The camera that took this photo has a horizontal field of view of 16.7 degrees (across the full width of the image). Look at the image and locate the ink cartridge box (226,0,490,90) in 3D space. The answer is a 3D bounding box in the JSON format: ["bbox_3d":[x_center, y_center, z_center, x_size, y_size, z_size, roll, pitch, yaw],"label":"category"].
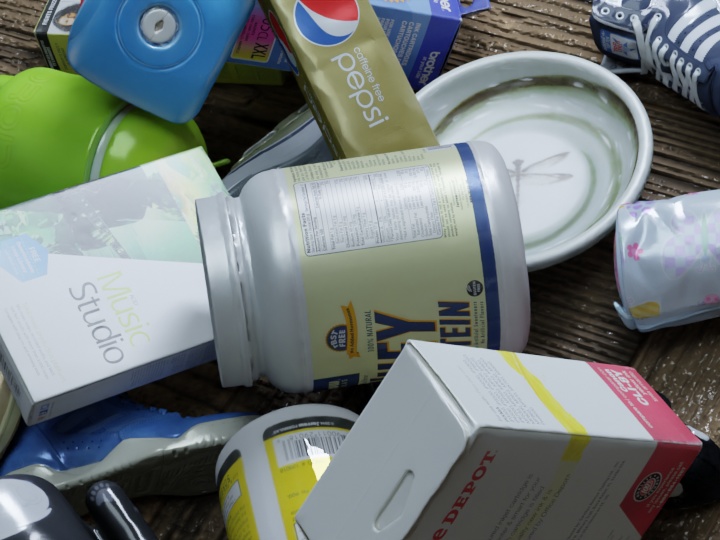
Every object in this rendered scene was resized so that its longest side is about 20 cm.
[{"bbox_3d":[-0.006,-0.210,1.826,0.199,0.077,0.137,8,43,-19],"label":"ink cartridge box"}]

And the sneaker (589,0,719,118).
[{"bbox_3d":[0.227,-0.150,1.751,0.108,0.070,0.201,-12,43,0],"label":"sneaker"}]

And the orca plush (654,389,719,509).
[{"bbox_3d":[0.143,0.090,1.581,0.105,0.071,0.200,-42,53,-19],"label":"orca plush"}]

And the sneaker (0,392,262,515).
[{"bbox_3d":[-0.156,0.098,1.656,0.199,0.077,0.112,-16,58,11],"label":"sneaker"}]

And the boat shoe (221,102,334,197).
[{"bbox_3d":[-0.055,-0.065,1.778,0.200,0.072,0.062,-39,28,-20],"label":"boat shoe"}]

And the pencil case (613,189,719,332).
[{"bbox_3d":[0.265,-0.011,1.622,0.199,0.083,0.091,-6,81,11],"label":"pencil case"}]

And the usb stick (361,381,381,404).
[{"bbox_3d":[0.030,0.096,1.626,0.033,0.055,0.201,-48,40,31],"label":"usb stick"}]

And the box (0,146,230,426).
[{"bbox_3d":[-0.162,0.007,1.648,0.199,0.036,0.145,-19,66,-28],"label":"box"}]

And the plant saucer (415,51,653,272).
[{"bbox_3d":[0.110,-0.066,1.731,0.199,0.050,0.201,-8,50,10],"label":"plant saucer"}]

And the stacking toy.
[{"bbox_3d":[-0.151,-0.189,1.784,0.116,0.109,0.200,-61,12,7],"label":"stacking toy"}]

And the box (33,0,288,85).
[{"bbox_3d":[-0.147,-0.188,1.903,0.199,0.050,0.076,6,52,19],"label":"box"}]

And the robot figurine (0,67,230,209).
[{"bbox_3d":[-0.197,-0.080,1.787,0.199,0.116,0.176,15,46,26],"label":"robot figurine"}]

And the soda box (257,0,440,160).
[{"bbox_3d":[-0.011,-0.139,1.687,0.064,0.068,0.201,-25,82,-6],"label":"soda box"}]

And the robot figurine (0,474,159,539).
[{"bbox_3d":[-0.210,0.211,1.546,0.124,0.151,0.200,-4,42,-49],"label":"robot figurine"}]

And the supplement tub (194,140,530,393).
[{"bbox_3d":[0.000,0.000,1.580,0.199,0.145,0.146,-9,49,-4],"label":"supplement tub"}]

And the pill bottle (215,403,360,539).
[{"bbox_3d":[-0.021,0.191,1.520,0.111,0.112,0.201,-17,49,2],"label":"pill bottle"}]

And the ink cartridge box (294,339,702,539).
[{"bbox_3d":[0.082,0.127,1.457,0.084,0.199,0.146,52,120,38],"label":"ink cartridge box"}]

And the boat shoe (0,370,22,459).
[{"bbox_3d":[-0.273,0.104,1.640,0.072,0.065,0.201,10,82,59],"label":"boat shoe"}]
